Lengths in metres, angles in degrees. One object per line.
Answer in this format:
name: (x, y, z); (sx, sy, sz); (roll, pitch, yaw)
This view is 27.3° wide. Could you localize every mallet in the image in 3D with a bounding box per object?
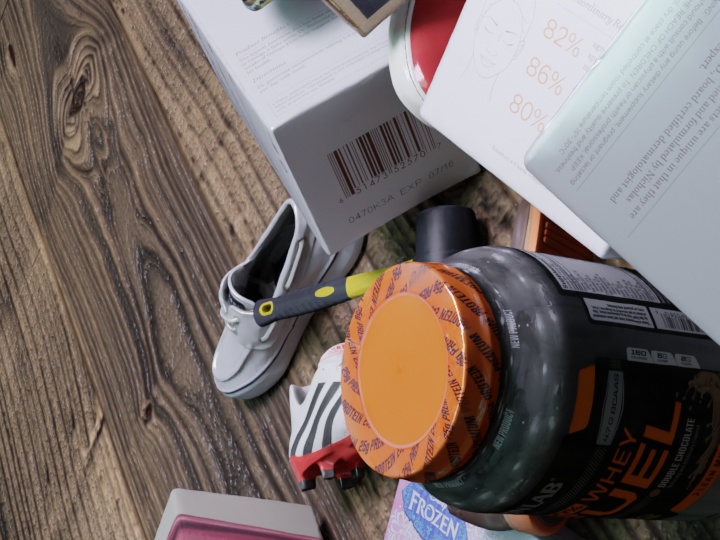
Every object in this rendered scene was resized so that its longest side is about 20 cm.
mallet: (0.000, 0.000, 0.981); (0.199, 0.041, 0.066); (-7, 76, 44)

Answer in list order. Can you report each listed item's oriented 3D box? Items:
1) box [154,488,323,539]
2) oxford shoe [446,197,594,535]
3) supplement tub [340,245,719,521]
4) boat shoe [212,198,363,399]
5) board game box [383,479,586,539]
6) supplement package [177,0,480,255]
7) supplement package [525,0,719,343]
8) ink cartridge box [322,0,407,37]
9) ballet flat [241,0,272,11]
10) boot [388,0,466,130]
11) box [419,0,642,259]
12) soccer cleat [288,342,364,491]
box: (-0.078, 0.255, 0.964); (0.200, 0.108, 0.129); (-116, 41, -60)
oxford shoe: (0.083, 0.044, 0.825); (0.073, 0.071, 0.201); (-5, 67, 41)
supplement tub: (0.098, 0.055, 0.707); (0.122, 0.199, 0.123); (-17, 69, 54)
boat shoe: (-0.072, 0.017, 1.091); (0.200, 0.065, 0.074); (-58, 41, 31)
board game box: (0.069, 0.231, 0.854); (0.200, 0.041, 0.201); (26, 105, 56)
supplement package: (-0.026, -0.129, 0.971); (0.116, 0.118, 0.200); (-29, 45, -3)
supplement package: (0.187, -0.027, 0.574); (0.200, 0.117, 0.118); (44, 120, 13)
ink cartridge box: (0.041, -0.243, 0.861); (0.165, 0.075, 0.200); (-38, 22, 22)
ballet flat: (-0.051, -0.228, 0.946); (0.074, 0.074, 0.201); (-54, 32, 35)
boot: (0.097, -0.176, 0.829); (0.144, 0.072, 0.201); (-22, 38, 50)
box: (0.145, -0.126, 0.741); (0.152, 0.106, 0.201); (43, 119, 40)
soccer cleat: (0.008, 0.079, 0.958); (0.200, 0.068, 0.086); (-40, 55, 51)
